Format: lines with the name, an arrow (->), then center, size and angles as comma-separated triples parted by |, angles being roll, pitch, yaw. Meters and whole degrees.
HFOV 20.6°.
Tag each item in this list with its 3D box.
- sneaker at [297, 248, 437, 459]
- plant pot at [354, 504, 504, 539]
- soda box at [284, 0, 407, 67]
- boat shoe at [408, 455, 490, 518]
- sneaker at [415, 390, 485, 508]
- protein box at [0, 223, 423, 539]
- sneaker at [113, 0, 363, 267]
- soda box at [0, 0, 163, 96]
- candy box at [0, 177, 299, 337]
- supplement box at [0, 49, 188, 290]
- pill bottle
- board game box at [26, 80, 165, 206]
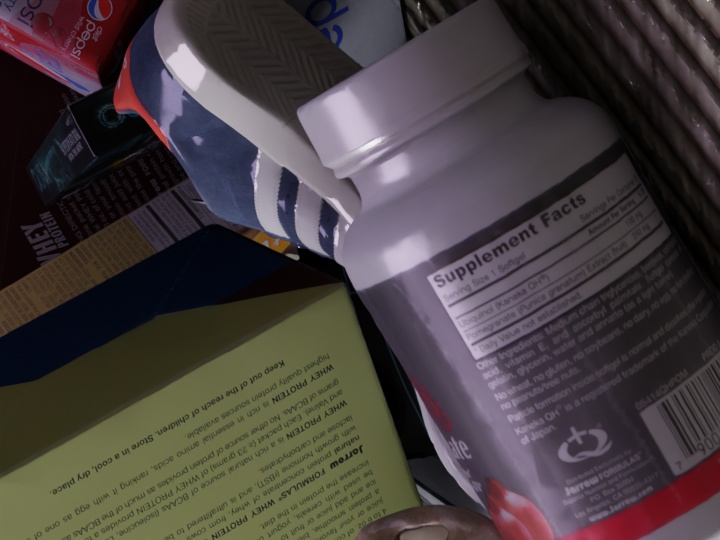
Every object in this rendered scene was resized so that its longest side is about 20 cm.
sneaker -> 0.000, 0.000, 0.957 | 0.200, 0.079, 0.075 | 56, 165, 14
plant pot -> 0.061, 0.194, 0.806 | 0.183, 0.201, 0.200 | 42, 176, -35
soda box -> -0.035, -0.153, 0.787 | 0.063, 0.068, 0.200 | 47, 161, 36
boat shoe -> 0.056, 0.124, 0.998 | 0.202, 0.074, 0.086 | 34, 123, 45
sneaker -> 0.053, 0.032, 0.852 | 0.200, 0.075, 0.082 | 55, 166, 16
protein box -> -0.088, 0.120, 0.923 | 0.135, 0.198, 0.200 | 24, 139, 58
sneaker -> -0.015, -0.032, 0.799 | 0.200, 0.075, 0.084 | 44, 139, -12
soda box -> -0.137, -0.127, 0.952 | 0.070, 0.064, 0.200 | 29, 178, -5
candy box -> -0.098, 0.017, 1.063 | 0.055, 0.200, 0.116 | 47, 161, 31
supplement box -> -0.182, -0.086, 1.126 | 0.198, 0.200, 0.133 | 60, 165, -6
pill bottle -> 0.062, 0.008, 0.712 | 0.200, 0.111, 0.111 | 59, 165, -4
board game box -> -0.089, -0.083, 0.969 | 0.028, 0.135, 0.200 | 62, 164, -3
